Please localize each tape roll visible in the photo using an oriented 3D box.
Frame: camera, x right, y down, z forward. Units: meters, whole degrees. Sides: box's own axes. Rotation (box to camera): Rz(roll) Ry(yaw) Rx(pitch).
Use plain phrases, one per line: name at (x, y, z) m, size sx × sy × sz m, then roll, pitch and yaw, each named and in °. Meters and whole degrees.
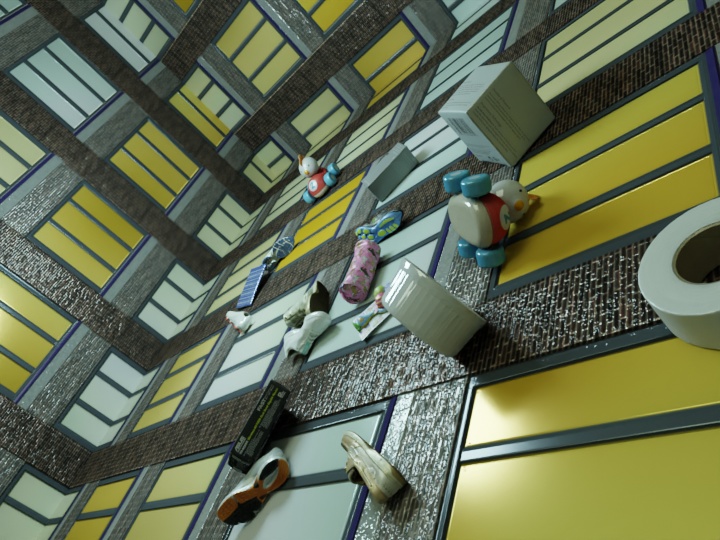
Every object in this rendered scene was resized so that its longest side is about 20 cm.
tape roll at (0.467, -0.002, 0.729) m, size 0.202 × 0.071 × 0.204 m, roll -40°, pitch 22°, yaw 20°

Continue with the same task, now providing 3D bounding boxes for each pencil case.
pencil case at (0.000, 0.000, 1.643) m, size 0.084 × 0.085 × 0.202 m, roll 109°, pitch -177°, yaw -48°

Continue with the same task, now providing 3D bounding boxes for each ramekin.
ramekin at (0.134, 0.074, 1.092) m, size 0.098 × 0.199 × 0.201 m, roll -52°, pitch 20°, yaw 5°

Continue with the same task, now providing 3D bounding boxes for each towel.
towel at (-0.475, 0.071, 2.501) m, size 0.144 × 0.024 × 0.203 m, roll -17°, pitch 50°, yaw 52°

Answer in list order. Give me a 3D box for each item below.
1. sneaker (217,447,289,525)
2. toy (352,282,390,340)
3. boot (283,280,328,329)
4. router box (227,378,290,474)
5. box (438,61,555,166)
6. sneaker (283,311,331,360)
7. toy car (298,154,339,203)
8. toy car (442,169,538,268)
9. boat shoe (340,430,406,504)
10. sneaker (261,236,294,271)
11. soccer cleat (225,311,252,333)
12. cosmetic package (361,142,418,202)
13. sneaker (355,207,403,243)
sneaker at (-0.240, 0.487, 1.294) m, size 0.199 × 0.076 × 0.092 m, roll -41°, pitch 13°, yaw -1°
toy at (0.053, 0.075, 1.449) m, size 0.200 × 0.047 × 0.115 m, roll -47°, pitch 22°, yaw 6°
boot at (-0.175, 0.130, 1.775) m, size 0.154 × 0.072 × 0.201 m, roll -41°, pitch 17°, yaw 17°
router box at (-0.250, 0.387, 1.408) m, size 0.202 × 0.061 × 0.150 m, roll -62°, pitch -1°, yaw -31°
box at (0.350, -0.407, 1.492) m, size 0.172 × 0.199 × 0.199 m, roll -48°, pitch 20°, yaw 2°
sneaker at (-0.151, 0.195, 1.637) m, size 0.199 × 0.074 × 0.090 m, roll -40°, pitch 33°, yaw 36°
toy car at (-0.235, -0.466, 2.735) m, size 0.183 × 0.200 × 0.178 m, roll -34°, pitch 24°, yaw 31°
toy car at (0.302, -0.136, 1.222) m, size 0.197 × 0.188 × 0.177 m, roll -21°, pitch 18°, yaw -10°
boat shoe at (0.004, 0.351, 1.024) m, size 0.069 × 0.074 × 0.199 m, roll -46°, pitch 20°, yaw -15°
sneaker at (-0.365, -0.090, 2.537) m, size 0.199 × 0.077 × 0.086 m, roll -40°, pitch 18°, yaw 20°
soccer cleat at (-0.482, 0.194, 2.287) m, size 0.078 × 0.070 × 0.199 m, roll -47°, pitch 27°, yaw -13°
cosmetic package at (0.104, -0.352, 2.046) m, size 0.200 × 0.090 × 0.107 m, roll -44°, pitch 24°, yaw 2°
sneaker at (0.063, -0.139, 1.795) m, size 0.198 × 0.071 × 0.083 m, roll -26°, pitch 16°, yaw 43°
